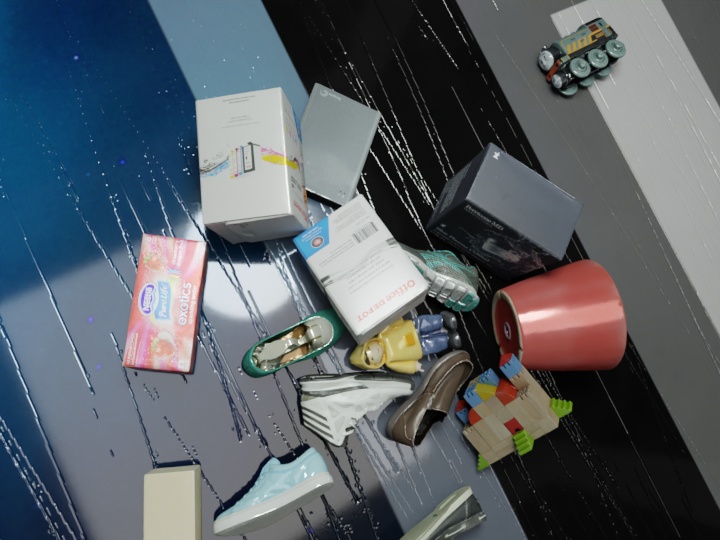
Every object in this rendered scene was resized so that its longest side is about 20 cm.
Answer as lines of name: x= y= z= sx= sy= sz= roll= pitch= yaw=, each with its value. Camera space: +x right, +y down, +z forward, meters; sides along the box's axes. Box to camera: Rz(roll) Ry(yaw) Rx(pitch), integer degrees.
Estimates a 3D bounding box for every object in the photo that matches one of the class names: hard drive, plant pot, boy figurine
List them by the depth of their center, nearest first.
boy figurine: x=0.074 y=0.122 z=0.998 sx=0.196 sy=0.064 sz=0.127 roll=-11 pitch=92 yaw=-19
plant pot: x=0.341 y=0.092 z=1.019 sx=0.173 sy=0.201 sz=0.205 roll=-9 pitch=81 yaw=-5
hard drive: x=-0.055 y=-0.227 z=1.048 sx=0.137 sy=0.033 sz=0.204 roll=22 pitch=74 yaw=-10

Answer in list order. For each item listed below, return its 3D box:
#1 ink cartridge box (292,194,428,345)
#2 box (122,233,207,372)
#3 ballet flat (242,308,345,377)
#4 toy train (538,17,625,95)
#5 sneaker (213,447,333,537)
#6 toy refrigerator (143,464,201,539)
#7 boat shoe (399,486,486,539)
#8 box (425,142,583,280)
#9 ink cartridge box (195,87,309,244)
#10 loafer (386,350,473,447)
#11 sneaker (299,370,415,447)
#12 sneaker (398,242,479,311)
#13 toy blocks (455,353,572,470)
ink cartridge box: x=0.000 y=0.000 z=0.957 sx=0.145 sy=0.085 sz=0.202 roll=-32 pitch=73 yaw=-10
box: x=-0.303 y=0.055 z=0.894 sx=0.100 sy=0.095 sz=0.205 roll=8 pitch=77 yaw=-12
ballet flat: x=-0.102 y=0.121 z=0.948 sx=0.197 sy=0.070 sz=0.068 roll=-26 pitch=86 yaw=-18
toy train: x=0.471 y=-0.458 z=1.212 sx=0.198 sy=0.085 sz=0.115 roll=-29 pitch=75 yaw=-16
sneaker: x=-0.144 y=0.349 z=0.904 sx=0.196 sy=0.075 sz=0.083 roll=-21 pitch=55 yaw=-13
toy refrigerator: x=-0.278 y=0.403 z=0.849 sx=0.074 sy=0.070 sz=0.205 roll=-3 pitch=79 yaw=-8
boat shoe: x=0.124 y=0.446 z=0.943 sx=0.198 sy=0.072 sz=0.068 roll=-31 pitch=84 yaw=-20
box: x=0.247 y=-0.095 z=1.015 sx=0.194 sy=0.200 sz=0.119 roll=30 pitch=73 yaw=-6
ink cartridge box: x=-0.170 y=-0.162 z=0.926 sx=0.141 sy=0.147 sz=0.205 roll=-7 pitch=81 yaw=5
loafer: x=0.134 y=0.228 z=0.979 sx=0.200 sy=0.071 sz=0.073 roll=-48 pitch=132 yaw=-11
sneaker: x=-0.004 y=0.234 z=0.961 sx=0.196 sy=0.076 sz=0.118 roll=-1 pitch=88 yaw=-7
sneaker: x=0.132 y=-0.004 z=1.044 sx=0.197 sy=0.078 sz=0.092 roll=30 pitch=49 yaw=-3
toy blocks: x=0.237 y=0.235 z=0.976 sx=0.137 sy=0.200 sz=0.100 roll=48 pitch=31 yaw=1
